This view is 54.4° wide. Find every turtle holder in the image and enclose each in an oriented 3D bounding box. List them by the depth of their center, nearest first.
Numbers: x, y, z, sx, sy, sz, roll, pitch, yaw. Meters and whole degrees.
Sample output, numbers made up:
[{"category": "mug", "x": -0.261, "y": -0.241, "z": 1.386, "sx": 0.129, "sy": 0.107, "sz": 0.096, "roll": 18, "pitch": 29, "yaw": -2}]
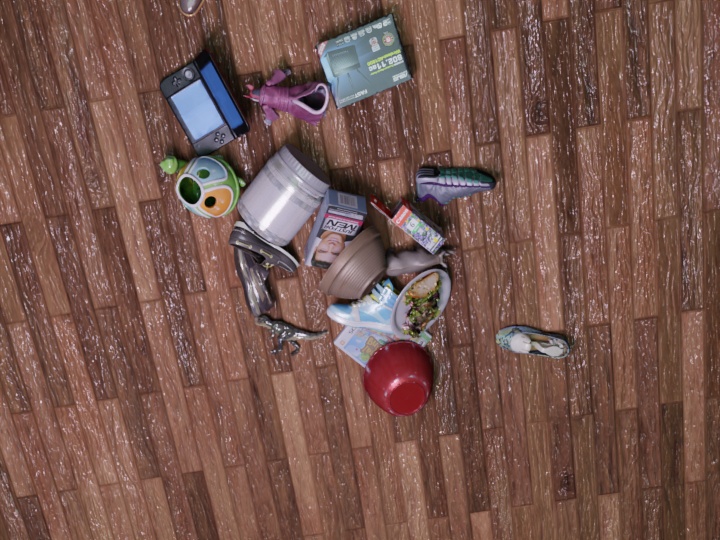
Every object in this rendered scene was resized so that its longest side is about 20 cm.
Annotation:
[{"category": "turtle holder", "x": -0.375, "y": -0.212, "z": 1.653, "sx": 0.139, "sy": 0.131, "sz": 0.189, "roll": -30, "pitch": 89, "yaw": 26}]

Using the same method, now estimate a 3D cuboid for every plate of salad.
[{"category": "plate of salad", "x": 0.157, "y": 0.090, "z": 1.743, "sx": 0.197, "sy": 0.048, "sz": 0.204, "roll": -25, "pitch": 134, "yaw": -28}]

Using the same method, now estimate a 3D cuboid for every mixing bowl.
[{"category": "mixing bowl", "x": 0.110, "y": 0.299, "z": 1.805, "sx": 0.194, "sy": 0.109, "sz": 0.206, "roll": -5, "pitch": 116, "yaw": -9}]

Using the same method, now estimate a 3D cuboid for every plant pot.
[{"category": "plant pot", "x": 0.000, "y": 0.000, "z": 1.681, "sx": 0.092, "sy": 0.200, "sz": 0.202, "roll": 41, "pitch": 103, "yaw": 9}]

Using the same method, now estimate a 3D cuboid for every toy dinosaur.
[{"category": "toy dinosaur", "x": -0.189, "y": 0.177, "z": 1.826, "sx": 0.194, "sy": 0.048, "sz": 0.091, "roll": 14, "pitch": 100, "yaw": -7}]

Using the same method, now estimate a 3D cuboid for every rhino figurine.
[{"category": "rhino figurine", "x": 0.143, "y": -0.027, "z": 1.739, "sx": 0.194, "sy": 0.088, "sz": 0.062, "roll": -8, "pitch": 108, "yaw": 0}]

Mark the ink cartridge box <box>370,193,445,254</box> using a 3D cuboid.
[{"category": "ink cartridge box", "x": 0.113, "y": -0.131, "z": 1.697, "sx": 0.198, "sy": 0.109, "sz": 0.051, "roll": 38, "pitch": 104, "yaw": -10}]

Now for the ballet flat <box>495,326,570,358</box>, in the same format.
[{"category": "ballet flat", "x": 0.450, "y": 0.189, "z": 1.811, "sx": 0.194, "sy": 0.074, "sz": 0.077, "roll": 4, "pitch": 107, "yaw": -1}]

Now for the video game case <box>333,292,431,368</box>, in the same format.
[{"category": "video game case", "x": 0.058, "y": 0.180, "z": 1.835, "sx": 0.198, "sy": 0.022, "sz": 0.183, "roll": 38, "pitch": 103, "yaw": -10}]

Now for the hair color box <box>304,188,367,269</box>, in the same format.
[{"category": "hair color box", "x": -0.063, "y": -0.093, "z": 1.684, "sx": 0.096, "sy": 0.062, "sz": 0.202, "roll": 11, "pitch": 134, "yaw": -16}]

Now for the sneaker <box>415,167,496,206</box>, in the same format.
[{"category": "sneaker", "x": 0.230, "y": -0.199, "z": 1.708, "sx": 0.194, "sy": 0.075, "sz": 0.090, "roll": 6, "pitch": 124, "yaw": 7}]

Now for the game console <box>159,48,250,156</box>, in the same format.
[{"category": "game console", "x": -0.363, "y": -0.381, "z": 1.624, "sx": 0.169, "sy": 0.119, "sz": 0.203, "roll": -27, "pitch": 104, "yaw": 8}]

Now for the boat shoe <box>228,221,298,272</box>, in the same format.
[{"category": "boat shoe", "x": -0.238, "y": -0.043, "z": 1.720, "sx": 0.200, "sy": 0.071, "sz": 0.062, "roll": 36, "pitch": 70, "yaw": -31}]

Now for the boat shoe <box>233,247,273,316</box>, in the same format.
[{"category": "boat shoe", "x": -0.269, "y": 0.011, "z": 1.772, "sx": 0.072, "sy": 0.074, "sz": 0.206, "roll": -17, "pitch": 103, "yaw": -21}]

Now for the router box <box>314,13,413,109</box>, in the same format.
[{"category": "router box", "x": 0.008, "y": -0.482, "z": 1.620, "sx": 0.195, "sy": 0.062, "sz": 0.153, "roll": -20, "pitch": 107, "yaw": 6}]

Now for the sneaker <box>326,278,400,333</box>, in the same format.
[{"category": "sneaker", "x": 0.019, "y": 0.075, "z": 1.757, "sx": 0.194, "sy": 0.080, "sz": 0.134, "roll": 10, "pitch": 108, "yaw": -12}]

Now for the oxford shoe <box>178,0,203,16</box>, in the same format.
[{"category": "oxford shoe", "x": -0.371, "y": -0.672, "z": 1.561, "sx": 0.069, "sy": 0.073, "sz": 0.205, "roll": 16, "pitch": 106, "yaw": -5}]

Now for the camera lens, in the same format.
[{"category": "camera lens", "x": -0.184, "y": -0.174, "z": 1.661, "sx": 0.159, "sy": 0.160, "sz": 0.201, "roll": 39, "pitch": 103, "yaw": -11}]

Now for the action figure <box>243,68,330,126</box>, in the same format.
[{"category": "action figure", "x": -0.172, "y": -0.386, "z": 1.609, "sx": 0.194, "sy": 0.150, "sz": 0.138, "roll": 5, "pitch": 111, "yaw": -8}]
